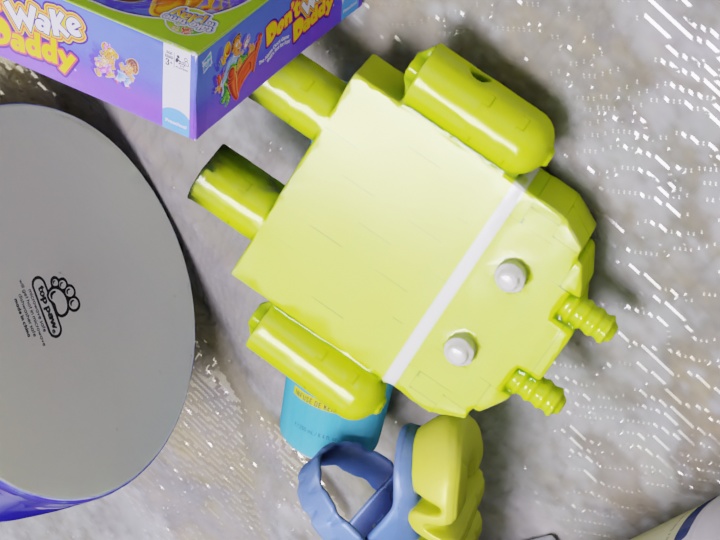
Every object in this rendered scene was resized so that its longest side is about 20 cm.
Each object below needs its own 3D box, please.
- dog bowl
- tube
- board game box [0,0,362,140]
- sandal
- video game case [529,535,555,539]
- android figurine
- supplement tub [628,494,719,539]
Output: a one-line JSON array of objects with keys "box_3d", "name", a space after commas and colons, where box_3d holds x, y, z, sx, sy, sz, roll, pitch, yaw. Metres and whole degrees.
[{"box_3d": [-0.176, 0.022, 1.284, 0.079, 0.200, 0.201, -14, 111, 40], "name": "dog bowl"}, {"box_3d": [0.000, 0.000, 1.249, 0.077, 0.050, 0.201, 16, 125, 9], "name": "tube"}, {"box_3d": [-0.116, -0.141, 1.171, 0.199, 0.134, 0.045, 23, 132, 22], "name": "board game box"}, {"box_3d": [0.015, 0.153, 1.283, 0.087, 0.080, 0.201, 5, 117, 12], "name": "sandal"}, {"box_3d": [0.095, 0.235, 1.357, 0.143, 0.018, 0.201, -20, 106, 44], "name": "video game case"}, {"box_3d": [0.023, -0.012, 1.190, 0.200, 0.041, 0.182, 37, 118, 2], "name": "android figurine"}, {"box_3d": [0.143, 0.193, 1.192, 0.200, 0.145, 0.145, -33, 97, 43], "name": "supplement tub"}]
